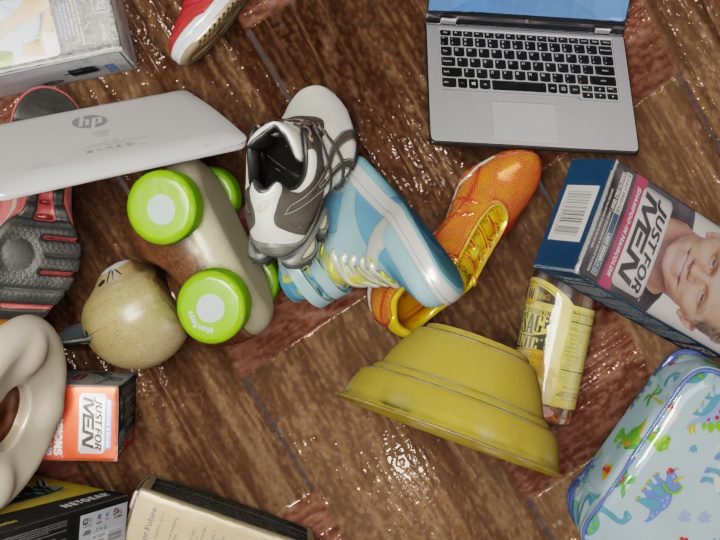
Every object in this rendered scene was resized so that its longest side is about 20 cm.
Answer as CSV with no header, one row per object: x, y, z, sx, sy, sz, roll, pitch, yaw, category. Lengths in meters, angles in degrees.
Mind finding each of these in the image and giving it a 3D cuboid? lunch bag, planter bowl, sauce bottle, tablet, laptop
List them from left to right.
-0.200,-0.102,0.814,0.197,0.130,0.014,-16,124,-29,tablet
0.084,0.097,0.870,0.197,0.200,0.085,21,81,-5,planter bowl
0.153,-0.217,0.902,0.183,0.116,0.203,2,64,-5,laptop
0.176,0.033,0.941,0.065,0.066,0.204,11,88,-5,sauce bottle
0.291,0.188,0.932,0.159,0.083,0.202,31,98,-6,lunch bag

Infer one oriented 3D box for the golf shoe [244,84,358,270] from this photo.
-0.048,-0.099,0.861,0.076,0.095,0.202,-1,48,10,golf shoe

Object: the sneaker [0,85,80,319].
-0.273,-0.047,0.887,0.073,0.086,0.204,11,82,-26,sneaker

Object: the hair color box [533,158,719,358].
0.250,-0.008,0.907,0.198,0.060,0.101,26,83,-29,hair color box

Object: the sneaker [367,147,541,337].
0.092,-0.020,0.918,0.201,0.077,0.073,-49,124,2,sneaker

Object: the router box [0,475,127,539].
-0.299,0.200,0.808,0.155,0.199,0.053,5,91,24,router box

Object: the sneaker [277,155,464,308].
0.000,0.000,0.874,0.130,0.200,0.080,-42,124,5,sneaker

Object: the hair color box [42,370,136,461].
-0.291,0.117,0.875,0.196,0.111,0.065,1,90,-5,hair color box

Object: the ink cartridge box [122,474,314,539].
-0.144,0.300,0.910,0.162,0.075,0.203,20,90,-4,ink cartridge box

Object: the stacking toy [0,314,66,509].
-0.328,0.081,0.768,0.197,0.146,0.149,16,90,11,stacking toy

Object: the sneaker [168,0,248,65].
-0.131,-0.281,0.902,0.112,0.071,0.202,35,80,-9,sneaker

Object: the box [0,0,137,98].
-0.290,-0.181,0.869,0.196,0.117,0.061,-13,95,-6,box

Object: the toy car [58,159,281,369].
-0.183,0.015,0.869,0.198,0.164,0.160,-27,93,8,toy car
